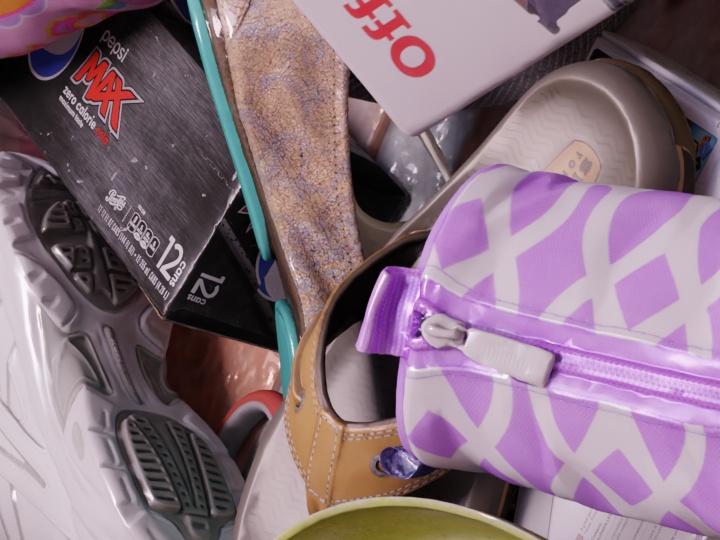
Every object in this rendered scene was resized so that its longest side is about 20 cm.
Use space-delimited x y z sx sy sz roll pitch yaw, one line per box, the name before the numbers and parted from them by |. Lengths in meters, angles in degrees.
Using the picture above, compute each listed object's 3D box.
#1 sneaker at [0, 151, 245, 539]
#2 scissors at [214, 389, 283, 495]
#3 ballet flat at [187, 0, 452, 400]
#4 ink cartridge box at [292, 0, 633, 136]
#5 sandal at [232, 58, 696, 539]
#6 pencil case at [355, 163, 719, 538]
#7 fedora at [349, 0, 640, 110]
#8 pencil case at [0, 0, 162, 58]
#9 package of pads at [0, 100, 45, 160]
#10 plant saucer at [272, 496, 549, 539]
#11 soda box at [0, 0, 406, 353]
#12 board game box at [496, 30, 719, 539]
sneaker | -0.107 0.047 0.982 0.099 0.078 0.201 -46 44 27
scissors | -0.078 0.111 0.990 0.200 0.014 0.074 -39 50 33
ballet flat | 0.000 0.000 0.881 0.068 0.067 0.201 -112 10 -76
ink cartridge box | 0.050 -0.151 0.785 0.199 0.145 0.085 -32 20 28
sandal | 0.018 0.029 0.802 0.082 0.054 0.200 47 112 29
pencil case | 0.101 0.028 0.698 0.199 0.085 0.085 11 87 25
fedora | 0.022 -0.159 0.892 0.090 0.176 0.201 -70 -15 -57
pencil case | -0.148 -0.105 1.002 0.199 0.087 0.088 -17 63 42
package of pads | -0.194 0.016 1.120 0.200 0.075 0.121 -37 48 36
plant saucer | 0.038 0.151 0.765 0.199 0.031 0.201 17 116 38
soda box | -0.067 -0.055 1.004 0.071 0.063 0.200 -58 41 15
board game box | 0.068 0.049 0.818 0.126 0.034 0.201 41 110 50
